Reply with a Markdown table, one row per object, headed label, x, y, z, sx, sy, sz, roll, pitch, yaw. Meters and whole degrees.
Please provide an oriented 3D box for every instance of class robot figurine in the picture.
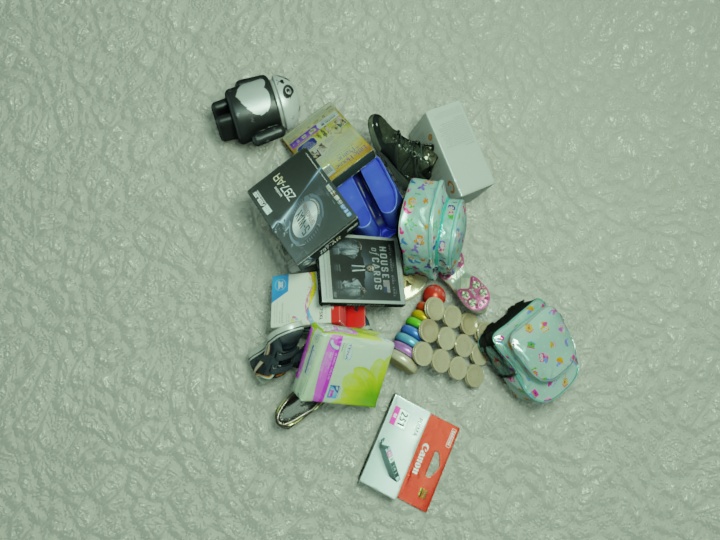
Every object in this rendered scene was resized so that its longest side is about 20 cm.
| label | x | y | z | sx | sy | sz | roll | pitch | yaw |
| --- | --- | --- | --- | --- | --- | --- | --- | --- | --- |
| robot figurine | -0.230 | -0.359 | 1.452 | 0.194 | 0.125 | 0.155 | -18 | 102 | -8 |

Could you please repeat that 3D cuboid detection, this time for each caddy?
| label | x | y | z | sx | sy | sz | roll | pitch | yaw |
| --- | --- | --- | --- | --- | --- | --- | --- | --- | --- |
| caddy | 0.017 | -0.163 | 1.458 | 0.139 | 0.105 | 0.204 | -28 | 70 | 5 |

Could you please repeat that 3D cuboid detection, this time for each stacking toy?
| label | x | y | z | sx | sy | sz | roll | pitch | yaw |
| --- | --- | --- | --- | --- | --- | --- | --- | --- | --- |
| stacking toy | 0.133 | 0.124 | 1.447 | 0.084 | 0.085 | 0.203 | 31 | 74 | 0 |

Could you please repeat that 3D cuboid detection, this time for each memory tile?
| label | x | y | z | sx | sy | sz | roll | pitch | yaw |
| --- | --- | --- | --- | --- | --- | --- | --- | --- | --- |
| memory tile | 0.207 | 0.158 | 1.435 | 0.196 | 0.017 | 0.158 | 25 | 73 | -24 |

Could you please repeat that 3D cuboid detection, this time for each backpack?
| label | x | y | z | sx | sy | sz | roll | pitch | yaw |
| --- | --- | --- | --- | --- | --- | --- | --- | --- | --- |
| backpack | 0.383 | 0.184 | 1.423 | 0.174 | 0.153 | 0.203 | -34 | 96 | -20 |
| backpack | 0.148 | -0.092 | 1.385 | 0.146 | 0.201 | 0.182 | 7 | 61 | 22 |

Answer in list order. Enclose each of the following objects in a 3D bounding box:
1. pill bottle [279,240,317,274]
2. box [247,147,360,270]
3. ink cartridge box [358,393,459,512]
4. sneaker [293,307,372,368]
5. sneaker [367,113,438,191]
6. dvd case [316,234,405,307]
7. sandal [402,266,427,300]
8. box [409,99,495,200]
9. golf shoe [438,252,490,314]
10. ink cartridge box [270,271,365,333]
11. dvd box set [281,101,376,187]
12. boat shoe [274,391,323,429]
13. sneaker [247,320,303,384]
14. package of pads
| label | x | y | z | sx | sy | sz | roll | pitch | yaw |
| --- | --- | --- | --- | --- | --- | --- | --- | --- | --- |
| pill bottle | -0.131 | -0.103 | 1.430 | 0.111 | 0.114 | 0.206 | -17 | 83 | -8 |
| box | -0.118 | -0.129 | 1.347 | 0.158 | 0.044 | 0.202 | -35 | 74 | -4 |
| ink cartridge box | 0.110 | 0.400 | 1.418 | 0.170 | 0.044 | 0.205 | 25 | 80 | 0 |
| sneaker | -0.073 | 0.146 | 1.433 | 0.195 | 0.071 | 0.084 | -23 | 68 | -11 |
| sneaker | 0.099 | -0.269 | 1.413 | 0.201 | 0.112 | 0.077 | 52 | 41 | -29 |
| dvd case | 0.000 | 0.000 | 1.380 | 0.194 | 0.025 | 0.155 | 3 | 70 | -24 |
| sandal | 0.060 | 0.034 | 1.452 | 0.205 | 0.070 | 0.080 | -11 | 83 | -7 |
| box | 0.205 | -0.256 | 1.476 | 0.095 | 0.124 | 0.205 | -20 | 85 | -17 |
| golf shoe | 0.223 | 0.019 | 1.475 | 0.074 | 0.092 | 0.203 | -31 | 63 | 2 |
| ink cartridge box | -0.090 | 0.068 | 1.395 | 0.193 | 0.067 | 0.120 | -6 | 69 | 12 |
| dvd box set | -0.073 | -0.275 | 1.450 | 0.145 | 0.030 | 0.201 | -37 | 56 | -3 |
| boat shoe | -0.104 | 0.265 | 1.407 | 0.198 | 0.060 | 0.072 | -38 | 87 | -10 |
| sneaker | -0.166 | 0.173 | 1.354 | 0.077 | 0.200 | 0.081 | -13 | 71 | -38 |
| package of pads | -0.033 | 0.195 | 1.356 | 0.196 | 0.068 | 0.159 | 13 | 99 | -36 |
